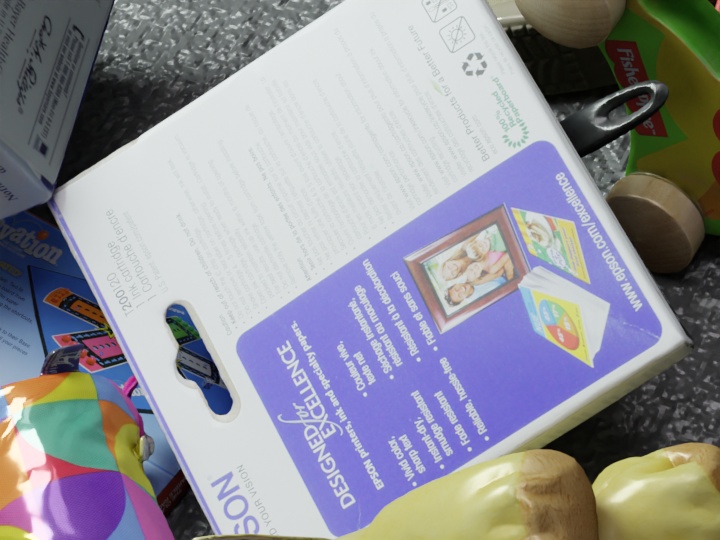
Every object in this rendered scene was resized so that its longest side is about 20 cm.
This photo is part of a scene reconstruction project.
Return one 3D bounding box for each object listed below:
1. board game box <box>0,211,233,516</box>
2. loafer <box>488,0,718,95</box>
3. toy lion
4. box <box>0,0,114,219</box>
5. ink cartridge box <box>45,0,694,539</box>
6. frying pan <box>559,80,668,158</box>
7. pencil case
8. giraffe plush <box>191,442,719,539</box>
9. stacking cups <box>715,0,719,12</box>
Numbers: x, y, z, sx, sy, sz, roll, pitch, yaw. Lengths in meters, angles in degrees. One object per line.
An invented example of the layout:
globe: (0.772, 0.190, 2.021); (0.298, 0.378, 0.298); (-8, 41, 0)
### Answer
board game box: (-0.141, 0.033, 0.928); (0.199, 0.020, 0.103); (27, 62, 26)
loafer: (0.144, -0.130, 0.984); (0.198, 0.076, 0.069); (-4, 57, 6)
toy lion: (0.177, -0.063, 0.856); (0.191, 0.201, 0.069); (8, 48, 38)
box: (-0.217, -0.102, 0.944); (0.199, 0.105, 0.185); (-17, 44, 32)
ink cartridge box: (0.000, 0.000, 0.847); (0.199, 0.043, 0.199); (-31, 71, 8)
frying pan: (0.037, -0.040, 0.897); (0.190, 0.031, 0.115); (-48, 61, 16)
pencil case: (-0.095, 0.129, 0.794); (0.088, 0.089, 0.201); (-18, 59, -7)
giraffe plush: (0.047, 0.162, 0.729); (0.198, 0.173, 0.163); (-7, 71, -11)
stacking cups: (0.247, -0.081, 0.914); (0.199, 0.061, 0.061); (21, 56, 7)
